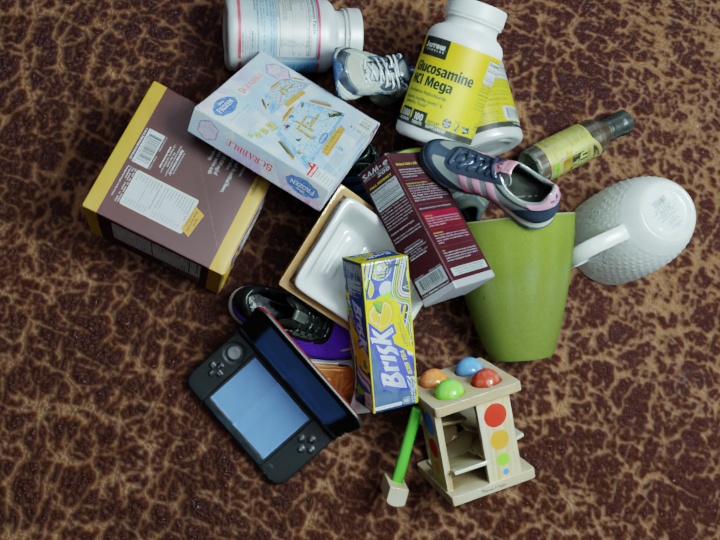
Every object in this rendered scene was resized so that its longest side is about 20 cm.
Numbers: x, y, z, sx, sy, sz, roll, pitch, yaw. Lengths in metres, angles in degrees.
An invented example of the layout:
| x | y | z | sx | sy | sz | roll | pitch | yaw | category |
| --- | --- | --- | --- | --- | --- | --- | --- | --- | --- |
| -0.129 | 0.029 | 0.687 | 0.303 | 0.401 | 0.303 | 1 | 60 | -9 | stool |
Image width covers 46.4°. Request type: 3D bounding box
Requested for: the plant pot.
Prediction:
| x | y | z | sx | sy | sz | roll | pitch | yaw | category |
| --- | --- | --- | --- | --- | --- | --- | --- | --- | --- |
| 0.224 | 0.025 | 1.212 | 0.186 | 0.187 | 0.202 | -6 | 91 | -14 | plant pot |

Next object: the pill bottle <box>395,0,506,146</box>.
| x | y | z | sx | sy | sz | roll | pitch | yaw | category |
| --- | --- | --- | --- | --- | --- | --- | --- | --- | --- |
| 0.131 | -0.274 | 1.180 | 0.112 | 0.112 | 0.201 | 17 | 102 | -9 | pill bottle |

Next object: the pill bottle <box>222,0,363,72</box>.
| x | y | z | sx | sy | sz | roll | pitch | yaw | category |
| --- | --- | --- | --- | --- | --- | --- | --- | --- | --- |
| -0.101 | -0.348 | 1.242 | 0.199 | 0.109 | 0.110 | -2 | 79 | -14 | pill bottle |

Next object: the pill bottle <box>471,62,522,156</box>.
| x | y | z | sx | sy | sz | roll | pitch | yaw | category |
| --- | --- | --- | --- | --- | --- | --- | --- | --- | --- |
| 0.172 | -0.278 | 1.288 | 0.111 | 0.111 | 0.201 | -11 | 80 | -15 | pill bottle |

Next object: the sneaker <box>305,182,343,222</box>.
| x | y | z | sx | sy | sz | roll | pitch | yaw | category |
| --- | --- | --- | --- | --- | --- | --- | --- | --- | --- |
| -0.038 | -0.095 | 1.221 | 0.079 | 0.075 | 0.201 | -21 | 93 | -7 | sneaker |

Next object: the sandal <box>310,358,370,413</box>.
| x | y | z | sx | sy | sz | roll | pitch | yaw | category |
| --- | --- | --- | --- | --- | --- | --- | --- | --- | --- |
| -0.023 | 0.165 | 1.167 | 0.205 | 0.059 | 0.080 | 2 | 102 | -8 | sandal |

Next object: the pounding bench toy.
| x | y | z | sx | sy | sz | roll | pitch | yaw | category |
| --- | --- | --- | --- | --- | --- | --- | --- | --- | --- |
| 0.110 | 0.217 | 1.137 | 0.199 | 0.124 | 0.157 | -15 | 104 | -15 | pounding bench toy |

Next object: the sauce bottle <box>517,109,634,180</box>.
| x | y | z | sx | sy | sz | roll | pitch | yaw | category |
| --- | --- | --- | --- | --- | --- | --- | --- | --- | --- |
| 0.347 | -0.201 | 1.336 | 0.199 | 0.065 | 0.065 | -27 | 85 | -15 | sauce bottle |

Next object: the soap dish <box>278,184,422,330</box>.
| x | y | z | sx | sy | sz | roll | pitch | yaw | category |
| --- | --- | --- | --- | --- | --- | --- | --- | --- | --- |
| 0.000 | 0.000 | 1.157 | 0.200 | 0.081 | 0.158 | 34 | 84 | -25 | soap dish |

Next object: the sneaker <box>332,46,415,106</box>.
| x | y | z | sx | sy | sz | roll | pitch | yaw | category |
| --- | --- | --- | --- | --- | --- | --- | --- | --- | --- |
| 0.029 | -0.287 | 1.212 | 0.085 | 0.200 | 0.078 | -6 | 93 | 29 | sneaker |

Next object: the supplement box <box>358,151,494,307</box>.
| x | y | z | sx | sy | sz | roll | pitch | yaw | category |
| --- | --- | --- | --- | --- | --- | --- | --- | --- | --- |
| 0.089 | -0.060 | 1.125 | 0.109 | 0.061 | 0.201 | -12 | 73 | -52 | supplement box |

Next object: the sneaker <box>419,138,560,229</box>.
| x | y | z | sx | sy | sz | roll | pitch | yaw | category |
| --- | --- | --- | --- | --- | --- | --- | --- | --- | --- |
| 0.171 | -0.130 | 1.097 | 0.199 | 0.082 | 0.070 | 26 | 70 | 9 | sneaker |

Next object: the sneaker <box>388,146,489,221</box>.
| x | y | z | sx | sy | sz | roll | pitch | yaw | category |
| --- | --- | --- | --- | --- | --- | --- | --- | --- | --- |
| 0.121 | -0.128 | 1.246 | 0.199 | 0.074 | 0.082 | 17 | 82 | -29 | sneaker |

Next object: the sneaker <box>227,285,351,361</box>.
| x | y | z | sx | sy | sz | roll | pitch | yaw | category |
| --- | --- | --- | --- | --- | --- | --- | --- | --- | --- |
| -0.084 | 0.073 | 1.159 | 0.199 | 0.099 | 0.070 | 20 | 75 | -11 | sneaker |

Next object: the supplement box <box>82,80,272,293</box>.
| x | y | z | sx | sy | sz | roll | pitch | yaw | category |
| --- | --- | --- | --- | --- | --- | --- | --- | --- | --- |
| -0.236 | -0.108 | 1.148 | 0.199 | 0.133 | 0.198 | 27 | 73 | -6 | supplement box |

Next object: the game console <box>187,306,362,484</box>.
| x | y | z | sx | sy | sz | roll | pitch | yaw | category |
| --- | --- | --- | --- | --- | --- | --- | --- | --- | --- |
| -0.119 | 0.170 | 1.099 | 0.172 | 0.119 | 0.200 | -41 | 89 | 4 | game console |

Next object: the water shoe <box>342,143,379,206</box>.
| x | y | z | sx | sy | sz | roll | pitch | yaw | category |
| --- | --- | --- | --- | --- | --- | --- | --- | --- | --- |
| 0.006 | -0.144 | 1.238 | 0.200 | 0.079 | 0.072 | 37 | 73 | -3 | water shoe |

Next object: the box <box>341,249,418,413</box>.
| x | y | z | sx | sy | sz | roll | pitch | yaw | category |
| --- | --- | --- | --- | --- | --- | --- | --- | --- | --- |
| 0.027 | 0.079 | 1.101 | 0.070 | 0.064 | 0.201 | -10 | 103 | -22 | box |

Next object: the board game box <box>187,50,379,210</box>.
| x | y | z | sx | sy | sz | roll | pitch | yaw | category |
| --- | --- | --- | --- | --- | --- | --- | --- | --- | --- |
| -0.096 | -0.192 | 1.121 | 0.199 | 0.041 | 0.200 | 32 | 40 | 0 | board game box |

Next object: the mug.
| x | y | z | sx | sy | sz | roll | pitch | yaw | category |
| --- | --- | --- | --- | --- | --- | --- | --- | --- | --- |
| 0.392 | -0.056 | 1.257 | 0.199 | 0.175 | 0.148 | -24 | 84 | -16 | mug |
